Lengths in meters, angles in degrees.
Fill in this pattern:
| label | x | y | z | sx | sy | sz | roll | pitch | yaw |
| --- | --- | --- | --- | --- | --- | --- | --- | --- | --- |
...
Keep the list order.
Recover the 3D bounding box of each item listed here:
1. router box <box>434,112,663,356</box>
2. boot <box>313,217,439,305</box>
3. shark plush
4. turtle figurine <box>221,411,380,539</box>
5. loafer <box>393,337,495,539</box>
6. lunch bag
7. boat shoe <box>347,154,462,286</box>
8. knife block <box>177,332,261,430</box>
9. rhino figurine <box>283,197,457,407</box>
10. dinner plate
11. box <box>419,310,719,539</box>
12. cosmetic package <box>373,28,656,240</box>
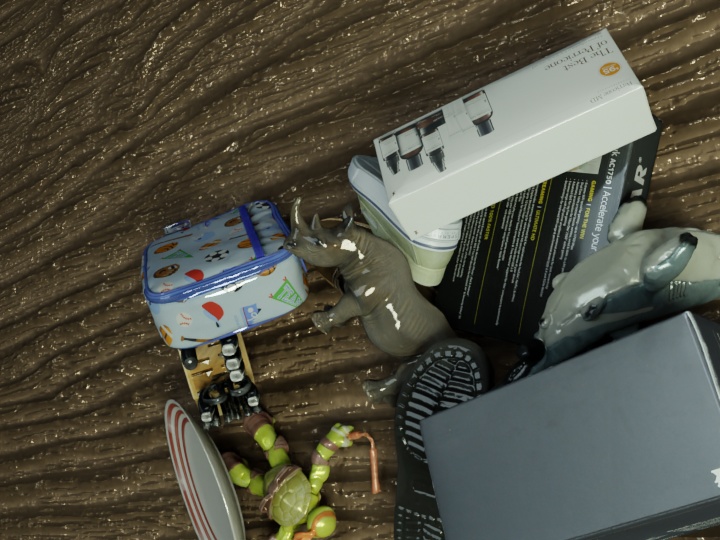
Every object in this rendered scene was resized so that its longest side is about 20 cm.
| label | x | y | z | sx | sy | sz | roll | pitch | yaw |
| --- | --- | --- | --- | --- | --- | --- | --- | --- | --- |
| router box | 0.150 | -0.037 | 0.745 | 0.149 | 0.051 | 0.201 | 12 | 88 | 40 |
| boot | 0.000 | 0.000 | 0.852 | 0.200 | 0.075 | 0.074 | 37 | 106 | 41 |
| shark plush | 0.181 | 0.038 | 0.647 | 0.200 | 0.083 | 0.091 | -43 | 24 | -3 |
| turtle figurine | -0.075 | 0.218 | 0.871 | 0.161 | 0.064 | 0.201 | 31 | 102 | 41 |
| loafer | 0.069 | 0.142 | 0.733 | 0.073 | 0.071 | 0.201 | 19 | 112 | 24 |
| lunch bag | -0.131 | -0.005 | 0.890 | 0.160 | 0.076 | 0.200 | -22 | 23 | -5 |
| boat shoe | 0.030 | -0.051 | 0.812 | 0.200 | 0.072 | 0.062 | -121 | 43 | -62 |
| knife block | -0.151 | 0.068 | 0.904 | 0.064 | 0.176 | 0.200 | -16 | 60 | -11 |
| rhino figurine | 0.006 | 0.021 | 0.737 | 0.087 | 0.200 | 0.060 | -31 | 15 | 14 |
| dinner plate | -0.153 | 0.222 | 0.911 | 0.200 | 0.024 | 0.201 | 42 | 141 | 46 |
| box | 0.177 | 0.122 | 0.598 | 0.200 | 0.182 | 0.104 | -29 | 62 | 32 |
| cosmetic package | 0.112 | -0.104 | 0.695 | 0.200 | 0.051 | 0.083 | -24 | 46 | 13 |
